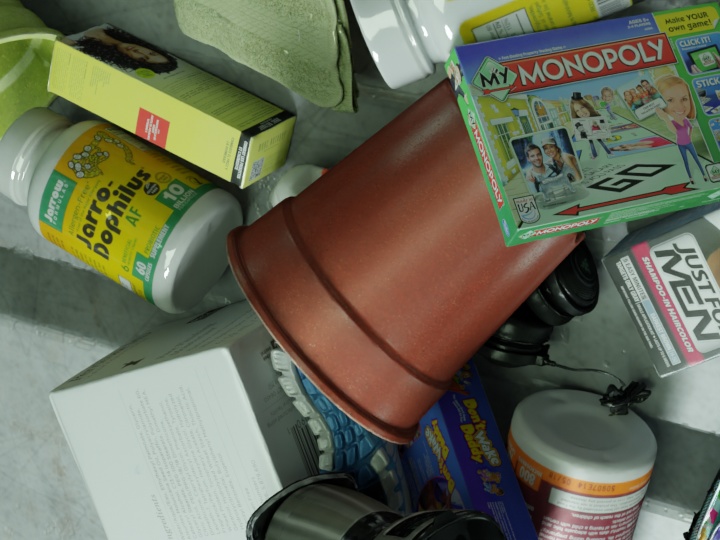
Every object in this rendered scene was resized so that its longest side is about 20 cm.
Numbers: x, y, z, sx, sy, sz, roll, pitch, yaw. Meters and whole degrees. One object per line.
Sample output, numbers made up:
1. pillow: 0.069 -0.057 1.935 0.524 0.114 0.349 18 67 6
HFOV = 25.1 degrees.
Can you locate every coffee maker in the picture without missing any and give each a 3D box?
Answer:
1. coffee maker: 0.030 0.248 1.159 0.199 0.135 0.193 5 134 55

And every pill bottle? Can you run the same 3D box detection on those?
1. pill bottle: 0.095 -0.204 1.099 0.198 0.114 0.115 -21 99 10
2. pill bottle: -0.208 -0.058 1.366 0.199 0.113 0.114 30 121 17
3. pill bottle: 0.153 0.205 1.261 0.113 0.114 0.202 21 117 21

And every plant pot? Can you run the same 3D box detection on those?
1. plant pot: -0.371 -0.212 1.370 0.200 0.200 0.185 -41 75 34
2. plant pot: 0.041 -0.018 1.149 0.195 0.201 0.201 -42 86 13

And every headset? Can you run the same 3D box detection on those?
1. headset: 0.141 0.027 1.239 0.201 0.094 0.124 52 122 21

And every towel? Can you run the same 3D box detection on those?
1. towel: -0.080 -0.207 1.230 0.199 0.036 0.149 33 149 31

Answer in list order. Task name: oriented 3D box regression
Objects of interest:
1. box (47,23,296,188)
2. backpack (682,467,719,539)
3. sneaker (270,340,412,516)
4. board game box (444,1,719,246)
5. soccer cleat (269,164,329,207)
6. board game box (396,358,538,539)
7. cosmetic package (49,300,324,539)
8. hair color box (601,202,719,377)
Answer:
1. box: -0.156 -0.138 1.330 0.199 0.075 0.051 27 120 17
2. backpack: 0.311 0.235 1.171 0.176 0.150 0.201 29 125 16
3. sneaker: 0.003 0.124 1.283 0.074 0.086 0.202 -15 97 32
4. board game box: 0.169 -0.100 1.070 0.029 0.198 0.136 117 138 -65
5. soccer cleat: 0.000 0.000 1.306 0.201 0.069 0.077 54 157 -9
6. board game box: 0.071 0.178 1.254 0.135 0.044 0.201 114 147 -46
7. cosmetic package: -0.116 0.128 1.354 0.198 0.165 0.167 -15 100 32
8. hair color box: 0.282 -0.009 1.138 0.199 0.061 0.100 -25 95 34
